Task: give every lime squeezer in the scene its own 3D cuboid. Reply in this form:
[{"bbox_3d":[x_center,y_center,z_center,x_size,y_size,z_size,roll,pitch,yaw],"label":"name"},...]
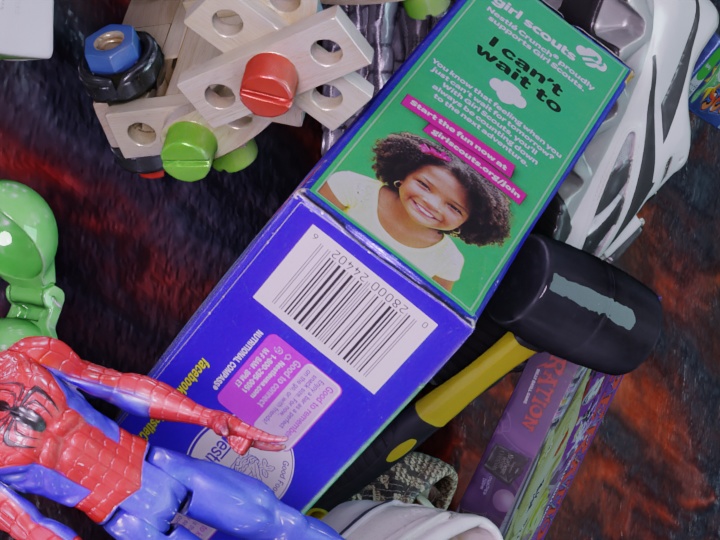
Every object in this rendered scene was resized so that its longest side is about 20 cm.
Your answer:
[{"bbox_3d":[-0.119,0.017,0.689,0.071,0.038,0.200,-34,123,-63],"label":"lime squeezer"}]

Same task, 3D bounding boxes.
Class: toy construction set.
[{"bbox_3d":[-0.026,-0.093,0.778,0.200,0.131,0.092,-66,147,-58],"label":"toy construction set"}]

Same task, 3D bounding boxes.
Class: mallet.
[{"bbox_3d":[0.041,0.057,0.894,0.066,0.200,0.041,18,46,-27],"label":"mallet"}]

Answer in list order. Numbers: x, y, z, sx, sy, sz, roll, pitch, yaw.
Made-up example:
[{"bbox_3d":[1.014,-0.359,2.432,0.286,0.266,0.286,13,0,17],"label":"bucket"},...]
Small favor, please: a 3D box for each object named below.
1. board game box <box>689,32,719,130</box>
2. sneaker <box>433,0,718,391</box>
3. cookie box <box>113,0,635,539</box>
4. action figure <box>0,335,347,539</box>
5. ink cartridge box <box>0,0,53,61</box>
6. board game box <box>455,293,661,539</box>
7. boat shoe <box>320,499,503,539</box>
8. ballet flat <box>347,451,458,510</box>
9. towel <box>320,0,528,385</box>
[{"bbox_3d":[0.099,-0.143,1.029,0.034,0.200,0.135,-51,159,11],"label":"board game box"},{"bbox_3d":[0.092,-0.032,0.917,0.088,0.074,0.200,5,119,-42],"label":"sneaker"},{"bbox_3d":[0.000,0.000,0.808,0.171,0.075,0.200,-50,-177,37],"label":"cookie box"},{"bbox_3d":[-0.057,0.073,0.677,0.065,0.200,0.052,-62,-167,-14],"label":"action figure"},{"bbox_3d":[-0.157,-0.112,0.550,0.200,0.059,0.104,2,90,-61],"label":"ink cartridge box"},{"bbox_3d":[0.082,0.098,1.085,0.200,0.032,0.120,-65,167,10],"label":"board game box"},{"bbox_3d":[0.002,0.143,0.756,0.202,0.086,0.075,-41,121,-55],"label":"boat shoe"},{"bbox_3d":[0.006,0.168,0.951,0.068,0.075,0.200,57,41,-56],"label":"ballet flat"},{"bbox_3d":[0.051,-0.048,1.037,0.166,0.086,0.200,-6,97,-68],"label":"towel"}]
